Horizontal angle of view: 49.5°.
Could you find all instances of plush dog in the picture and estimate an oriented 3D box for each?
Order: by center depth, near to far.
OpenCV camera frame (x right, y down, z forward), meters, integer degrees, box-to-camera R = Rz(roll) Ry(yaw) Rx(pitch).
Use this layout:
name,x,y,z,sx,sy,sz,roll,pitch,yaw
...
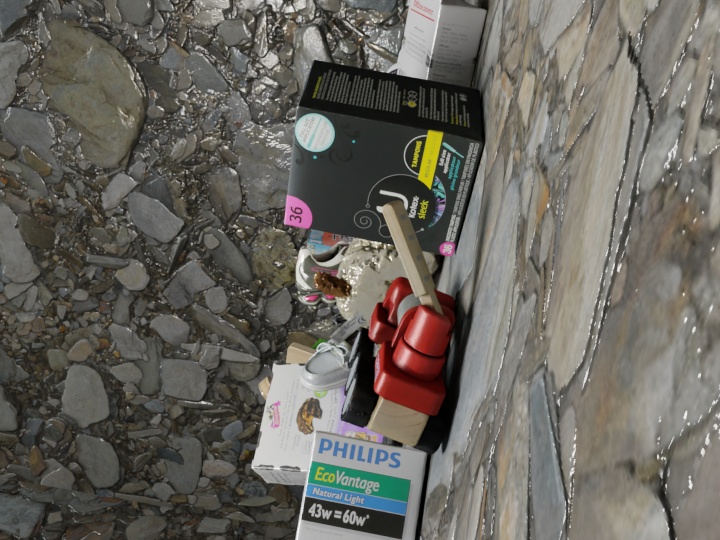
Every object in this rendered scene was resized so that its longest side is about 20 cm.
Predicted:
name,x,y,z,sx,sy,sz,roll,pitch,yaw
plush dog,0.017,0.008,1.059,0.172,0.158,0.203,-93,12,-73

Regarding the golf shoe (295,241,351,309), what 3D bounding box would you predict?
name,x,y,z,sx,sy,sz,roll,pitch,yaw
golf shoe,0.000,0.000,1.169,0.077,0.197,0.090,-142,45,-69

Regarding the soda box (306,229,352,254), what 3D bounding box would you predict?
name,x,y,z,sx,sy,sz,roll,pitch,yaw
soda box,-0.001,-0.023,1.426,0.064,0.197,0.069,-80,2,-55

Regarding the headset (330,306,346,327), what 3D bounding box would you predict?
name,x,y,z,sx,sy,sz,roll,pitch,yaw
headset,-0.034,0.044,1.316,0.200,0.093,0.125,-139,40,-60

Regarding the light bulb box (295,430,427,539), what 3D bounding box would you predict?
name,x,y,z,sx,sy,sz,roll,pitch,yaw
light bulb box,-0.010,0.293,0.865,0.198,0.123,0.203,100,180,-75

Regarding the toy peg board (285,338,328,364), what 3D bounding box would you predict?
name,x,y,z,sx,sy,sz,roll,pitch,yaw
toy peg board,-0.029,0.229,1.361,0.098,0.197,0.202,-41,-36,-60

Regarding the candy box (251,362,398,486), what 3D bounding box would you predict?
name,x,y,z,sx,sy,sz,roll,pitch,yaw
candy box,-0.044,0.228,1.154,0.072,0.197,0.170,65,-151,-54

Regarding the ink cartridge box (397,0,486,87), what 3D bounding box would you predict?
name,x,y,z,sx,sy,sz,roll,pitch,yaw
ink cartridge box,0.103,-0.292,1.020,0.116,0.066,0.203,-120,36,-59

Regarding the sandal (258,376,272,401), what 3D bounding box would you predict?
name,x,y,z,sx,sy,sz,roll,pitch,yaw
sandal,-0.076,0.242,1.283,0.069,0.212,0.078,-37,22,2

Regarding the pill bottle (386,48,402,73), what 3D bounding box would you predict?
name,x,y,z,sx,sy,sz,roll,pitch,yaw
pill bottle,0.085,-0.261,1.278,0.113,0.111,0.203,103,177,-73

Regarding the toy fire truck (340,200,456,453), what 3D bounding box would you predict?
name,x,y,z,sx,sy,sz,roll,pitch,yaw
toy fire truck,0.046,0.040,0.755,0.176,0.127,0.202,-81,13,-72

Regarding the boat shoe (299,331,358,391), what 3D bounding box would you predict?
name,x,y,z,sx,sy,sz,roll,pitch,yaw
boat shoe,-0.006,0.106,1.147,0.074,0.200,0.066,32,142,48

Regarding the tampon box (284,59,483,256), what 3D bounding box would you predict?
name,x,y,z,sx,sy,sz,roll,pitch,yaw
tampon box,0.024,-0.127,0.881,0.127,0.197,0.152,-81,1,-53
